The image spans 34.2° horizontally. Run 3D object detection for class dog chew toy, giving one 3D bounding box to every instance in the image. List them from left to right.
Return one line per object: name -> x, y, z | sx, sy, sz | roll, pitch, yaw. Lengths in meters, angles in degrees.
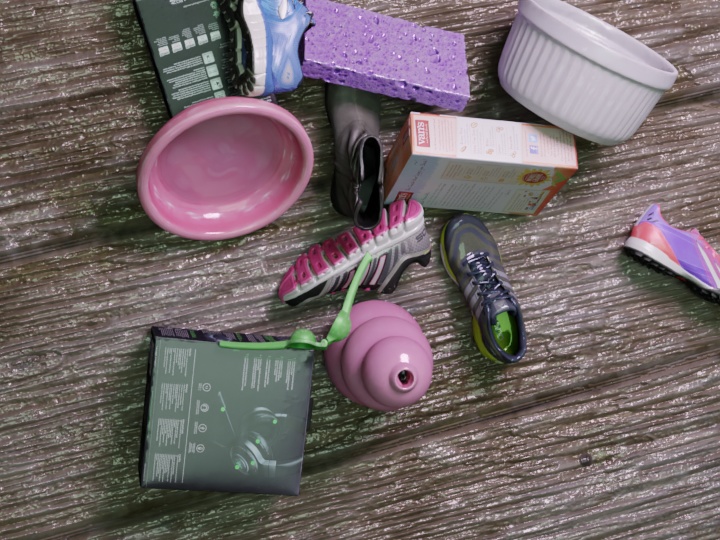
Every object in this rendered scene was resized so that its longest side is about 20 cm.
dog chew toy -> 0.028, 0.103, 1.339 | 0.123, 0.200, 0.126 | -1, 96, -12

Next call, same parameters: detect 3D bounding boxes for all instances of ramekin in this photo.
ramekin -> 0.254, -0.229, 1.352 | 0.199, 0.201, 0.106 | 21, 113, -13

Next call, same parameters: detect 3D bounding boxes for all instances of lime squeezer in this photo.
lime squeezer -> -0.056, 0.059, 1.308 | 0.199, 0.038, 0.071 | -31, 96, -9

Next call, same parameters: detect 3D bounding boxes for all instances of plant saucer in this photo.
plant saucer -> -0.153, -0.120, 1.307 | 0.199, 0.051, 0.201 | -14, 141, -12

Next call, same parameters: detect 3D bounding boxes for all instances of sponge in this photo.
sponge -> 0.026, -0.250, 1.351 | 0.198, 0.030, 0.112 | 11, 50, -13

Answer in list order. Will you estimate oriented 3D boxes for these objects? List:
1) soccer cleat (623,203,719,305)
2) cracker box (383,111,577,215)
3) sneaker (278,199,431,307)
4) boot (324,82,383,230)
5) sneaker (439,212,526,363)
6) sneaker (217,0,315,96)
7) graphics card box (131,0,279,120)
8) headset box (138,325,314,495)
soccer cleat -> 0.430, -0.011, 1.482 | 0.199, 0.068, 0.074 | 28, 86, -11
cracker box -> 0.136, -0.122, 1.366 | 0.198, 0.134, 0.058 | 3, 68, -13
sneaker -> 0.000, 0.000, 1.385 | 0.199, 0.074, 0.088 | -30, 119, 3
boot -> 0.004, -0.150, 1.339 | 0.067, 0.131, 0.202 | -3, 97, -12
sneaker -> 0.158, 0.024, 1.418 | 0.073, 0.081, 0.201 | -26, 101, -8
sneaker -> -0.101, -0.285, 1.282 | 0.089, 0.078, 0.202 | -1, 81, -34
graphics card box -> -0.175, -0.243, 1.332 | 0.125, 0.051, 0.202 | -19, 101, -10
headset box -> -0.151, 0.162, 1.363 | 0.198, 0.093, 0.176 | 5, 95, -13
